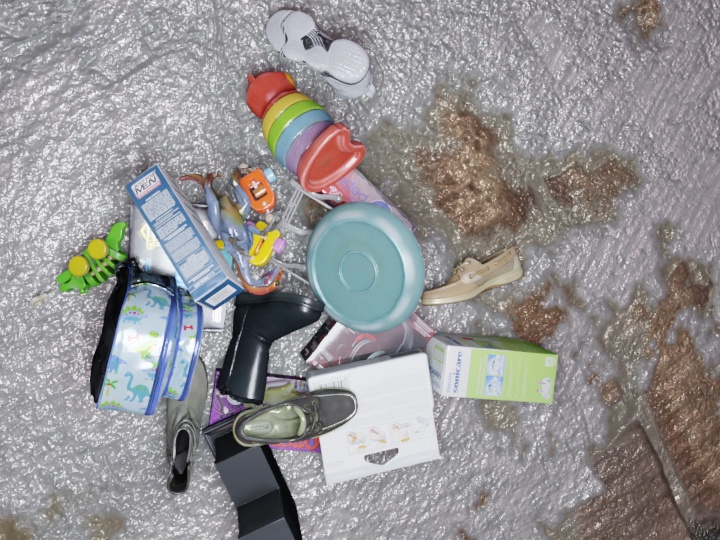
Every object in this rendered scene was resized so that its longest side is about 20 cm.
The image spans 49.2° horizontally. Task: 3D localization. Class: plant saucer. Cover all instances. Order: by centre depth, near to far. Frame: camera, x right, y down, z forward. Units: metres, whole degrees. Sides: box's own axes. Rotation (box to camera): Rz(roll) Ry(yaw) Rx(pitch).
[{"bbox_3d":[0.000,0.000,1.175,0.196,0.027,0.205,7,107,23],"label":"plant saucer"}]

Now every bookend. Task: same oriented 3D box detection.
[{"bbox_3d":[-0.165,0.355,1.212,0.091,0.200,0.202,-23,109,-4],"label":"bookend"}]

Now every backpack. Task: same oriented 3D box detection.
[{"bbox_3d":[-0.302,0.107,1.125,0.144,0.200,0.186,13,104,-15],"label":"backpack"}]

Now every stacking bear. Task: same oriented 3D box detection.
[{"bbox_3d":[-0.103,-0.228,1.208,0.114,0.121,0.201,-43,68,7],"label":"stacking bear"}]

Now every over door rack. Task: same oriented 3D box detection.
[{"bbox_3d":[-0.052,-0.036,1.242,0.199,0.066,0.149,35,117,13],"label":"over door rack"}]

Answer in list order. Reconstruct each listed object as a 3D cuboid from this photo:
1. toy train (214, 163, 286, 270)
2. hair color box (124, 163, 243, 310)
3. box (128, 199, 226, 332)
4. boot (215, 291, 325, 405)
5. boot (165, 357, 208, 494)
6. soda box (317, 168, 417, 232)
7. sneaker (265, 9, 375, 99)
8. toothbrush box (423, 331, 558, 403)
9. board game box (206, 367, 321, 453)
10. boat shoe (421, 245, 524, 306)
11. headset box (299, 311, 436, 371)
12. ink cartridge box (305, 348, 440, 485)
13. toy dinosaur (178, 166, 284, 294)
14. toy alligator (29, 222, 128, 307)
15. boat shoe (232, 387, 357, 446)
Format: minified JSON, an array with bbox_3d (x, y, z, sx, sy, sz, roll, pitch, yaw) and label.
[{"bbox_3d":[-0.193,-0.061,1.218,0.198,0.056,0.151,-35,78,-2],"label":"toy train"},{"bbox_3d":[-0.254,-0.046,1.141,0.060,0.100,0.202,-33,78,-2],"label":"hair color box"},{"bbox_3d":[-0.288,-0.006,1.246,0.155,0.046,0.205,3,94,-13],"label":"box"},{"bbox_3d":[-0.141,0.122,1.211,0.076,0.198,0.172,21,74,-44],"label":"boot"},{"bbox_3d":[-0.272,0.233,1.228,0.066,0.131,0.205,3,95,-13],"label":"boot"},{"bbox_3d":[-0.003,-0.113,1.293,0.199,0.063,0.070,42,86,-12],"label":"soda box"},{"bbox_3d":[-0.060,-0.337,1.258,0.198,0.115,0.076,32,87,21],"label":"sneaker"},{"bbox_3d":[0.210,0.161,1.325,0.196,0.146,0.088,5,95,-12],"label":"toothbrush box"},{"bbox_3d":[-0.151,0.234,1.310,0.196,0.032,0.123,7,98,-14],"label":"board game box"},{"bbox_3d":[0.186,0.010,1.349,0.197,0.071,0.066,-19,95,-21],"label":"boat shoe"},{"bbox_3d":[0.018,0.112,1.312,0.148,0.075,0.201,41,86,-13],"label":"headset box"},{"bbox_3d":[0.022,0.233,1.264,0.196,0.044,0.177,-10,99,-10],"label":"ink cartridge box"},{"bbox_3d":[-0.177,-0.058,1.168,0.103,0.198,0.186,-12,101,-34],"label":"toy dinosaur"},{"bbox_3d":[-0.420,0.007,1.206,0.199,0.059,0.054,-41,88,4],"label":"toy alligator"},{"bbox_3d":[-0.092,0.225,1.179,0.197,0.066,0.073,-10,89,-15],"label":"boat shoe"}]
